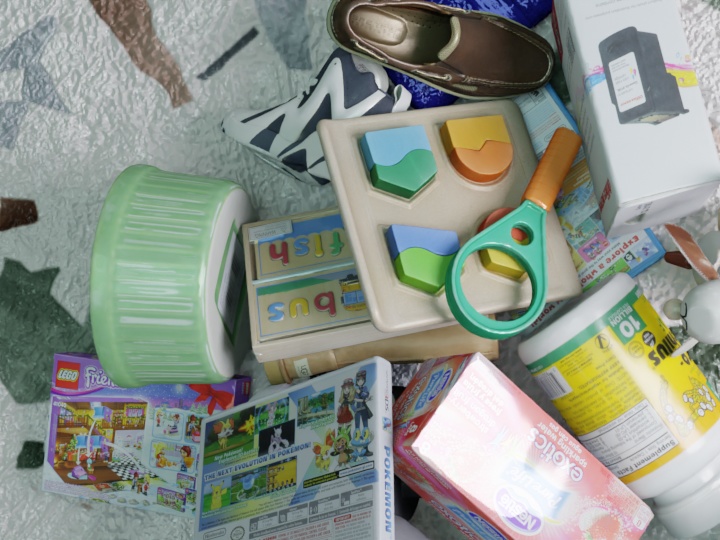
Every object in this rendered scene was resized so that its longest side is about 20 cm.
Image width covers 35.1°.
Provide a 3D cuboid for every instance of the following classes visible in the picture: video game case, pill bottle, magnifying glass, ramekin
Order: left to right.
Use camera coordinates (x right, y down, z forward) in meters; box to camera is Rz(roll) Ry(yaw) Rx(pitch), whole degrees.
[{"bbox_3d":[-0.157,0.008,1.012,0.097,0.200,0.201,3,90,10],"label":"ramekin"},{"bbox_3d":[-0.056,0.179,0.892,0.199,0.022,0.183,-23,54,34],"label":"video game case"},{"bbox_3d":[0.130,-0.034,0.905,0.079,0.022,0.201,30,62,-2],"label":"magnifying glass"},{"bbox_3d":[0.153,-0.057,1.005,0.143,0.018,0.201,-35,79,13],"label":"video game case"},{"bbox_3d":[0.228,0.111,0.923,0.113,0.113,0.200,-37,86,13],"label":"pill bottle"}]

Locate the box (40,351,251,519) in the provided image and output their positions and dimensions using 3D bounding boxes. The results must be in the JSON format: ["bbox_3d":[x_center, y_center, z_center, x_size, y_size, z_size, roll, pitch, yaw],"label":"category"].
[{"bbox_3d":[-0.209,0.159,1.102,0.199,0.039,0.138,7,91,18],"label":"box"}]

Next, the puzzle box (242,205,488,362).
[{"bbox_3d":[0.000,0.000,0.973,0.199,0.025,0.134,-12,55,3],"label":"puzzle box"}]

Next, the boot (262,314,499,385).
[{"bbox_3d":[0.015,0.022,1.011,0.199,0.066,0.176,-10,52,5],"label":"boot"}]

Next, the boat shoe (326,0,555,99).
[{"bbox_3d":[0.072,-0.185,0.950,0.201,0.075,0.075,8,99,-10],"label":"boat shoe"}]

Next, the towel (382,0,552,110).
[{"bbox_3d":[0.085,-0.251,1.015,0.200,0.050,0.148,-42,77,12],"label":"towel"}]

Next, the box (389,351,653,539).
[{"bbox_3d":[0.117,0.165,0.901,0.200,0.103,0.095,42,70,-11],"label":"box"}]

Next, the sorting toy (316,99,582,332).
[{"bbox_3d":[0.077,-0.053,0.925,0.199,0.036,0.186,-8,70,-24],"label":"sorting toy"}]

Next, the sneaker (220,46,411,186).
[{"bbox_3d":[-0.033,-0.147,1.024,0.199,0.079,0.130,23,83,48],"label":"sneaker"}]

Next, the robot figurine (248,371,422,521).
[{"bbox_3d":[-0.014,0.160,0.999,0.199,0.151,0.125,1,130,17],"label":"robot figurine"}]

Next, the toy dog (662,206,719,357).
[{"bbox_3d":[0.266,0.002,0.881,0.096,0.200,0.133,1,84,30],"label":"toy dog"}]

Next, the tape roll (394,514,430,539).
[{"bbox_3d":[-0.016,0.288,0.957,0.199,0.066,0.201,8,120,15],"label":"tape roll"}]

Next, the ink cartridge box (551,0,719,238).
[{"bbox_3d":[0.216,-0.141,0.912,0.082,0.146,0.201,-14,81,6],"label":"ink cartridge box"}]
